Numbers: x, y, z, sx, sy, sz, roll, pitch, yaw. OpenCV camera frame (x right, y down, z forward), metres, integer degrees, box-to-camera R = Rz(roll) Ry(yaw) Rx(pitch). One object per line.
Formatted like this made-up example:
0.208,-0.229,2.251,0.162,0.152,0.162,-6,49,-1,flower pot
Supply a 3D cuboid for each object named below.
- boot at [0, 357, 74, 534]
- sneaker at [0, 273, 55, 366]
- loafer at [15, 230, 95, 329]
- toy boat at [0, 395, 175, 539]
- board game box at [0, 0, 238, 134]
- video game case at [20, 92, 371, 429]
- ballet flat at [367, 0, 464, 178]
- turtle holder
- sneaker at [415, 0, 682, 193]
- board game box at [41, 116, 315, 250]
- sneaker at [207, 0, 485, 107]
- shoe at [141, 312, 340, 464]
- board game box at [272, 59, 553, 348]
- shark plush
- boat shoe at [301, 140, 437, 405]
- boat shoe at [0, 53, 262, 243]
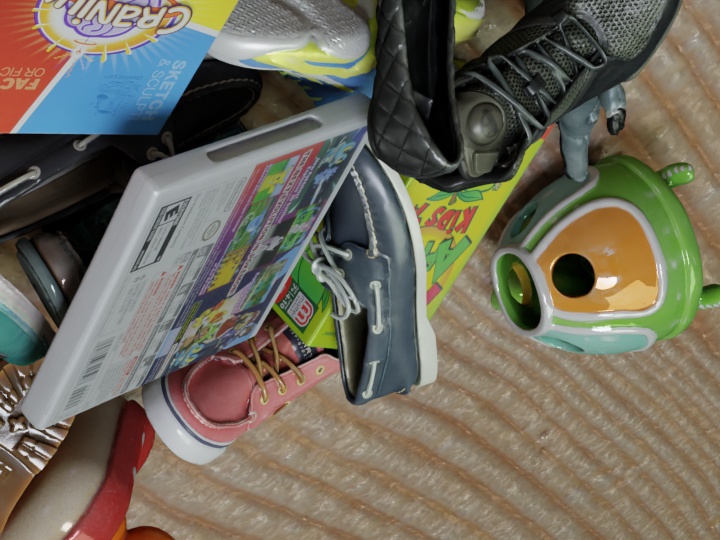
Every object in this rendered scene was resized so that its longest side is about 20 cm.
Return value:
-0.255,0.136,1.353,0.200,0.075,0.107,-51,-163,-7,boot
-0.251,0.011,1.201,0.080,0.071,0.200,-51,137,-6,sneaker
-0.155,0.015,1.281,0.063,0.072,0.200,-31,162,-8,loafer
-0.172,0.170,1.420,0.131,0.200,0.131,40,108,-14,toy boat
-0.129,-0.151,1.083,0.153,0.040,0.200,-3,141,-40,board game box
-0.091,-0.006,1.224,0.182,0.023,0.200,-23,153,-45,video game case
0.037,-0.150,1.169,0.066,0.057,0.200,-11,105,-47,ballet flat
0.158,-0.011,1.532,0.132,0.185,0.141,-20,117,-19,turtle holder
0.104,-0.111,1.247,0.199,0.076,0.114,-34,-168,17,sneaker
-0.105,-0.021,1.358,0.135,0.028,0.200,-32,151,1,board game box
-0.021,-0.121,1.234,0.200,0.076,0.105,-8,145,-36,sneaker
-0.071,0.064,1.428,0.091,0.072,0.200,-35,177,17,shoe
0.035,-0.040,1.398,0.102,0.048,0.200,7,121,-48,board game box
0.141,-0.121,1.374,0.091,0.083,0.200,-14,147,-28,shark plush
0.000,0.000,1.321,0.062,0.075,0.200,-24,135,-15,boat shoe
-0.141,-0.069,1.217,0.200,0.060,0.074,-19,151,-20,boat shoe
